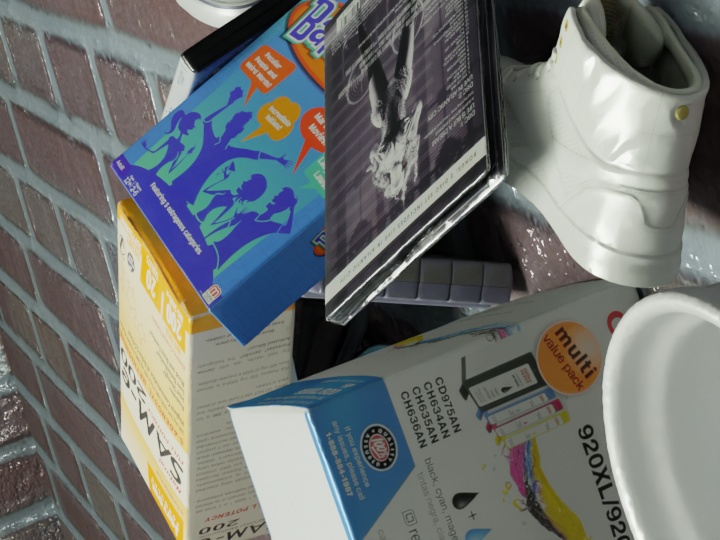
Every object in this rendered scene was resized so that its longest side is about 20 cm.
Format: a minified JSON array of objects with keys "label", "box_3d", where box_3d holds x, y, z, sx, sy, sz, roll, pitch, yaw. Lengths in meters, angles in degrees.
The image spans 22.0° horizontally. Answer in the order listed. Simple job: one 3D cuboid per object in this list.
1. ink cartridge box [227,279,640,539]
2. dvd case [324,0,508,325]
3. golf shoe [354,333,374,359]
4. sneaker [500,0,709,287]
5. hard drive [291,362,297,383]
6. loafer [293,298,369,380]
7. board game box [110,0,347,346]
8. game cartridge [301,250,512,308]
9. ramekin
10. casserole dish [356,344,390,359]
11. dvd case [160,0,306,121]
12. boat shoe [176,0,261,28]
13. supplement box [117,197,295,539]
[{"label":"ink cartridge box","box_3d":[0.059,0.107,0.997,0.144,0.199,0.148,-14,96,69]},{"label":"dvd case","box_3d":[0.024,-0.091,0.959,0.149,0.016,0.201,-43,38,44]},{"label":"golf shoe","box_3d":[-0.012,0.082,1.356,0.200,0.077,0.095,3,112,68]},{"label":"sneaker","box_3d":[0.107,-0.090,0.889,0.200,0.073,0.117,-129,40,-52]},{"label":"hard drive","box_3d":[-0.092,0.038,1.294,0.132,0.026,0.202,-42,56,53]},{"label":"loafer","box_3d":[-0.057,0.080,1.314,0.201,0.062,0.072,-65,32,33]},{"label":"board game box","box_3d":[-0.033,-0.074,1.072,0.152,0.200,0.045,50,180,43]},{"label":"game cartridge","box_3d":[0.000,0.000,1.164,0.200,0.128,0.039,-168,87,-68]},{"label":"ramekin","box_3d":[0.194,0.089,0.764,0.201,0.097,0.201,55,157,37]},{"label":"casserole dish","box_3d":[0.023,0.136,1.239,0.121,0.039,0.201,43,126,24]},{"label":"dvd case","box_3d":[-0.071,-0.130,1.203,0.018,0.142,0.200,50,158,7]},{"label":"boat shoe","box_3d":[-0.113,-0.249,1.316,0.066,0.071,0.201,84,165,-47]},{"label":"supplement box","box_3d":[-0.101,0.063,1.171,0.126,0.073,0.201,53,148,44]}]
